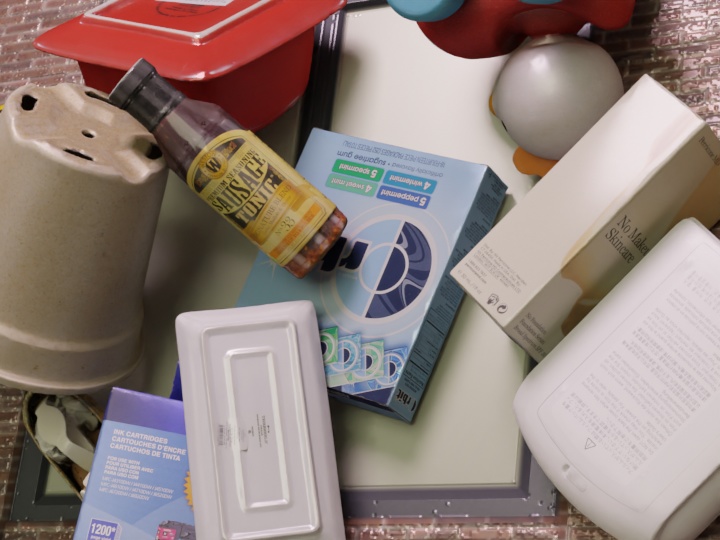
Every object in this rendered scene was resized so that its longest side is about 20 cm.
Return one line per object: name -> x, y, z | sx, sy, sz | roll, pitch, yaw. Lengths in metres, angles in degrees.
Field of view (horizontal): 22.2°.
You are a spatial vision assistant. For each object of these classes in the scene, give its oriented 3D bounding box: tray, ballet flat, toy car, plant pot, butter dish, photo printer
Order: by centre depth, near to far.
photo printer -> 0.211, 0.085, 1.249 | 0.200, 0.069, 0.166 | -46, 54, 3
tray -> -0.074, 0.117, 1.334 | 0.107, 0.022, 0.200 | -6, 70, -5
toy car -> 0.128, -0.153, 1.374 | 0.177, 0.184, 0.201 | -5, 94, 27
plant pot -> -0.237, -0.037, 1.427 | 0.200, 0.200, 0.184 | 46, 125, 35
ballet flat -> -0.206, 0.157, 1.444 | 0.071, 0.071, 0.200 | -47, 55, 1
butter dish -> -0.131, -0.155, 1.509 | 0.200, 0.148, 0.199 | 14, 35, 33

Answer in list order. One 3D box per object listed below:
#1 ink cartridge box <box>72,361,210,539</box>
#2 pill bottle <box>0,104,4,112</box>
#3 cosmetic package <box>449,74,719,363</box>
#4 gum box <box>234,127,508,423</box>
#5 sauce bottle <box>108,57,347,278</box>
ink cartridge box -> -0.134, 0.172, 1.363 | 0.136, 0.076, 0.200 | 11, 69, 2
pill bottle -> -0.306, -0.083, 1.580 | 0.200, 0.114, 0.115 | -17, 61, 21
cosmetic package -> 0.172, -0.029, 1.302 | 0.200, 0.105, 0.071 | -46, 51, 4
gum box -> 0.000, 0.000, 1.418 | 0.170, 0.045, 0.200 | 14, 74, 34
sauce bottle -> -0.102, -0.078, 1.377 | 0.200, 0.066, 0.066 | 39, 88, -6
